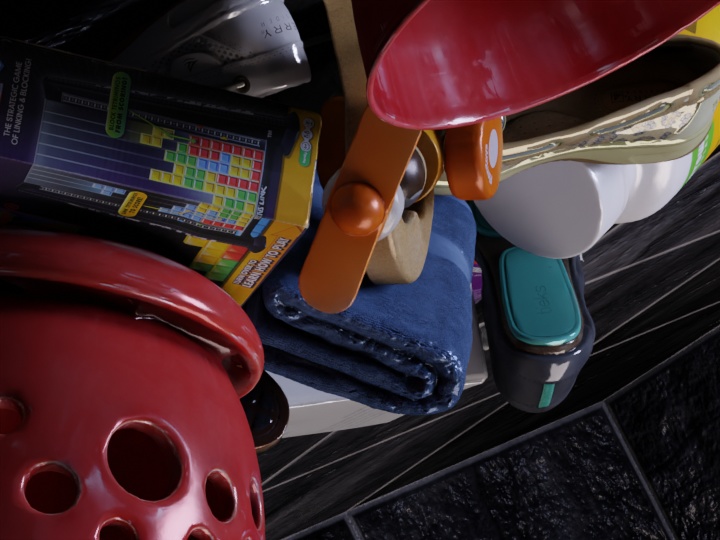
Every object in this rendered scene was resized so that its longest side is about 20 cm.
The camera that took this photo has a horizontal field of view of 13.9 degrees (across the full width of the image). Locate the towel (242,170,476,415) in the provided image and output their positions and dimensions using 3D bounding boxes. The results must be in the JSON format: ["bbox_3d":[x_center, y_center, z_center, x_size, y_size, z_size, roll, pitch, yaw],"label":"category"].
[{"bbox_3d":[0.000,0.000,1.389,0.200,0.111,0.049,-84,-163,-66],"label":"towel"}]

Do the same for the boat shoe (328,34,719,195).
[{"bbox_3d":[0.079,-0.086,1.427,0.199,0.074,0.063,-9,155,-14],"label":"boat shoe"}]

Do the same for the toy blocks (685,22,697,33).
[{"bbox_3d":[0.073,-0.150,1.334,0.136,0.100,0.200,-18,159,-3],"label":"toy blocks"}]

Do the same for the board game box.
[{"bbox_3d":[-0.123,-0.027,1.271,0.164,0.057,0.200,11,158,-13],"label":"board game box"}]

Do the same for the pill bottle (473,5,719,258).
[{"bbox_3d":[0.140,-0.094,1.550,0.200,0.111,0.111,-46,-175,-39],"label":"pill bottle"}]

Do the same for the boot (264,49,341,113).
[{"bbox_3d":[0.046,-0.112,1.526,0.200,0.068,0.131,-19,162,-48],"label":"boot"}]

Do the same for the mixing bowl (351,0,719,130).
[{"bbox_3d":[0.069,-0.154,1.173,0.199,0.109,0.200,-25,163,-8],"label":"mixing bowl"}]

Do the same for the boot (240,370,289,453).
[{"bbox_3d":[-0.134,0.065,1.406,0.199,0.075,0.097,14,146,1],"label":"boot"}]

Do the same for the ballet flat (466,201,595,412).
[{"bbox_3d":[0.089,0.000,1.574,0.073,0.200,0.073,-1,130,-1],"label":"ballet flat"}]

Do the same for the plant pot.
[{"bbox_3d":[-0.132,0.090,1.241,0.199,0.183,0.201,8,160,3],"label":"plant pot"}]

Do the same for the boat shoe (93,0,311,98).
[{"bbox_3d":[-0.105,-0.061,1.337,0.200,0.070,0.071,-31,173,33],"label":"boat shoe"}]

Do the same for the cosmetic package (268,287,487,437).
[{"bbox_3d":[-0.060,0.028,1.598,0.199,0.124,0.199,-7,173,-16],"label":"cosmetic package"}]

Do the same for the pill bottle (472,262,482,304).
[{"bbox_3d":[0.047,-0.033,1.794,0.112,0.113,0.200,-22,170,-27],"label":"pill bottle"}]

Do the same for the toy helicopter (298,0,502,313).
[{"bbox_3d":[0.002,-0.073,1.271,0.078,0.133,0.201,2,135,16],"label":"toy helicopter"}]
